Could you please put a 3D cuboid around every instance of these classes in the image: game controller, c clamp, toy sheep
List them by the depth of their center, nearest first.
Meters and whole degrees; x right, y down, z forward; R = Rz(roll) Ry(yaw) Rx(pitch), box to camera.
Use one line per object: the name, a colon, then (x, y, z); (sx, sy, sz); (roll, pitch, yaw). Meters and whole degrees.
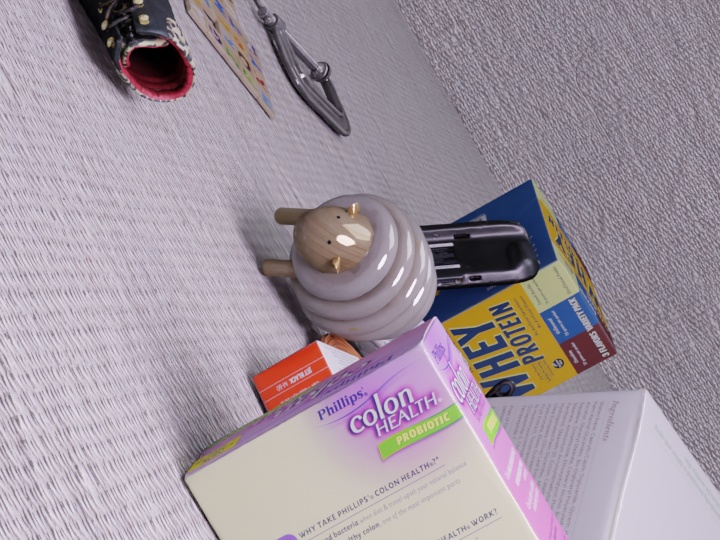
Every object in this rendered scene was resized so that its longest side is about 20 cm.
toy sheep: (0.000, 0.000, 1.629); (0.200, 0.138, 0.138); (38, 24, -57)
game controller: (0.079, -0.012, 1.914); (0.104, 0.200, 0.042); (-100, -173, -50)
c clamp: (-0.068, -0.254, 2.279); (0.200, 0.027, 0.171); (45, 18, -52)

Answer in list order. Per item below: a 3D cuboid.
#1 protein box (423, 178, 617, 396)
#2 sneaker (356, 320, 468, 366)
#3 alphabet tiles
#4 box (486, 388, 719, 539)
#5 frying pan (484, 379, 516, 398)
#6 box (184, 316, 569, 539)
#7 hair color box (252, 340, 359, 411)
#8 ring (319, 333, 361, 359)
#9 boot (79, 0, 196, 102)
protein box: (0.146, 0.038, 2.033); (0.135, 0.198, 0.200); (56, 12, -25)
sneaker: (0.011, 0.056, 1.768); (0.075, 0.082, 0.200); (-33, 79, -37)
alphabet tiles: (-0.151, -0.273, 2.009); (0.167, 0.008, 0.200); (51, 15, -39)
box: (0.188, 0.236, 1.602); (0.199, 0.171, 0.200); (51, 47, -39)
frying pan: (0.105, 0.155, 1.715); (0.115, 0.031, 0.190); (50, -30, -18)
box: (0.019, 0.163, 1.196); (0.200, 0.176, 0.097); (59, 11, -4)
hair color box: (0.001, 0.159, 1.422); (0.200, 0.064, 0.111); (62, 10, 17)
ring: (0.014, 0.146, 1.634); (0.200, 0.019, 0.200); (57, 12, -19)
boot: (-0.202, -0.237, 1.485); (0.204, 0.073, 0.154); (53, 8, -48)
